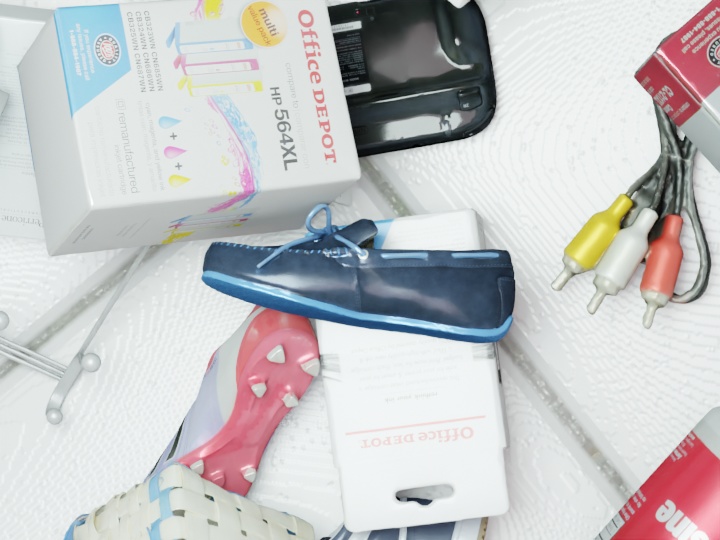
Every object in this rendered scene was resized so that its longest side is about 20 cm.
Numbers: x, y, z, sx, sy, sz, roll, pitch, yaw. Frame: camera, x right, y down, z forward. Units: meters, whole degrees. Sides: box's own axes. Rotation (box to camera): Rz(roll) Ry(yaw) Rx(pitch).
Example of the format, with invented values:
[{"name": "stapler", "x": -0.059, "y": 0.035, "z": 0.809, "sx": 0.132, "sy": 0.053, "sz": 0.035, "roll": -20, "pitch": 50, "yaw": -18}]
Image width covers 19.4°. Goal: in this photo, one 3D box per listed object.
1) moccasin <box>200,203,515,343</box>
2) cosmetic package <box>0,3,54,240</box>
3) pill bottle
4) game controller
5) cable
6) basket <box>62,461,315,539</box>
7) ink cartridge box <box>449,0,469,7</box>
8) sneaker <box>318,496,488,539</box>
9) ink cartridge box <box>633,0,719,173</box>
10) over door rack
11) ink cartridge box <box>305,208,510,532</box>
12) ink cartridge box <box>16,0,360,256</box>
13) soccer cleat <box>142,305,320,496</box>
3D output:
[{"name": "moccasin", "x": 0.000, "y": 0.000, "z": 1.346, "sx": 0.199, "sy": 0.080, "sz": 0.068, "roll": 10, "pitch": 83, "yaw": -6}, {"name": "cosmetic package", "x": -0.287, "y": -0.106, "z": 1.413, "sx": 0.199, "sy": 0.052, "sz": 0.151, "roll": 7, "pitch": 106, "yaw": -4}, {"name": "pill bottle", "x": 0.208, "y": 0.196, "z": 1.370, "sx": 0.112, "sy": 0.112, "sz": 0.200, "roll": 41, "pitch": 95, "yaw": 4}, {"name": "game controller", "x": -0.010, "y": -0.128, "z": 1.427, "sx": 0.199, "sy": 0.042, "sz": 0.105, "roll": -9, "pitch": 76, "yaw": 6}, {"name": "cable", "x": 0.205, "y": -0.058, "z": 1.393, "sx": 0.097, "sy": 0.050, "sz": 0.201, "roll": 23, "pitch": 94, "yaw": 7}, {"name": "basket", "x": -0.125, "y": 0.231, "z": 1.379, "sx": 0.176, "sy": 0.139, "sz": 0.200, "roll": 29, "pitch": 117, "yaw": -31}, {"name": "ink cartridge box", "x": 0.110, "y": -0.270, "z": 1.316, "sx": 0.067, "sy": 0.117, "sz": 0.200, "roll": 43, "pitch": 135, "yaw": 5}, {"name": "sneaker", "x": 0.008, "y": 0.244, "z": 1.413, "sx": 0.108, "sy": 0.070, "sz": 0.201, "roll": 17, "pitch": 87, "yaw": 1}, {"name": "ink cartridge box", "x": 0.298, "y": -0.104, "z": 1.354, "sx": 0.146, "sy": 0.083, "sz": 0.200, "roll": -41, "pitch": 87, "yaw": -7}, {"name": "over door rack", "x": -0.224, "y": -0.001, "z": 1.393, "sx": 0.147, "sy": 0.067, "sz": 0.200, "roll": 26, "pitch": 114, "yaw": -14}, {"name": "ink cartridge box", "x": 0.035, "y": 0.067, "z": 1.400, "sx": 0.115, "sy": 0.067, "sz": 0.201, "roll": -7, "pitch": 86, "yaw": 6}, {"name": "ink cartridge box", "x": -0.098, "y": -0.094, "z": 1.321, "sx": 0.199, "sy": 0.125, "sz": 0.129, "roll": -8, "pitch": 80, "yaw": -21}, {"name": "soccer cleat", "x": -0.095, "y": 0.104, "z": 1.432, "sx": 0.067, "sy": 0.077, "sz": 0.200, "roll": 24, "pitch": 113, "yaw": -28}]
